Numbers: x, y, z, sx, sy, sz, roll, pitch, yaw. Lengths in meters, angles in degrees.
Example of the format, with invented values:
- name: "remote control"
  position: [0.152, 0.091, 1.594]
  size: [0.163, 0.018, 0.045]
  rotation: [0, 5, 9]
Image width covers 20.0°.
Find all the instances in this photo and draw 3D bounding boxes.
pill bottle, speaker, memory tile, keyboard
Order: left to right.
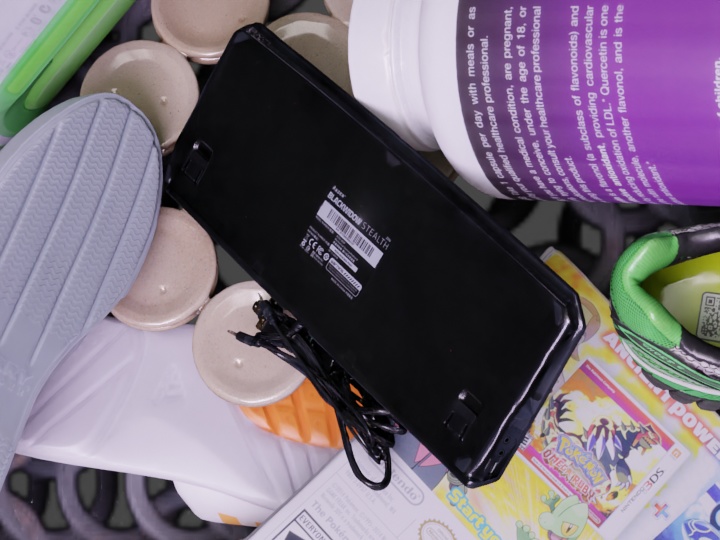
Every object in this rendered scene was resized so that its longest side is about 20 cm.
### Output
- name: "speaker"
  position: [-0.120, -0.128, 0.793]
  size: [0.200, 0.088, 0.089]
  rotation: [-42, 77, 38]
- name: "memory tile"
  position: [-0.036, -0.059, 0.817]
  size: [0.153, 0.017, 0.201]
  rotation: [35, 80, 14]
- name: "keyboard"
  position: [0.000, 0.000, 0.751]
  size: [0.200, 0.039, 0.105]
  rotation: [44, 110, 35]
- name: "pill bottle"
  position: [0.099, -0.080, 0.724]
  size: [0.198, 0.112, 0.114]
  rotation: [3, 87, 30]

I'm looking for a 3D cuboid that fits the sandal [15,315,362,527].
- name: "sandal"
  position: [-0.061, 0.061, 0.821]
  size: [0.205, 0.059, 0.080]
  rotation: [11, 65, 2]

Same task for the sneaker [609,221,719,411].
- name: "sneaker"
  position: [0.179, 0.020, 0.695]
  size: [0.198, 0.085, 0.079]
  rotation: [-1, 78, 22]

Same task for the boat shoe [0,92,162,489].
- name: "boat shoe"
  position: [-0.142, 0.019, 0.763]
  size: [0.062, 0.072, 0.201]
  rotation: [-5, 50, 51]

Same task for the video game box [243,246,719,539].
- name: "video game box"
  position: [0.075, 0.124, 0.755]
  size: [0.182, 0.047, 0.200]
  rotation: [-41, 82, -15]

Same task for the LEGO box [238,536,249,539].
- name: "LEGO box"
  position: [-0.076, 0.222, 0.805]
  size: [0.199, 0.077, 0.150]
  rotation: [-36, 79, 9]
